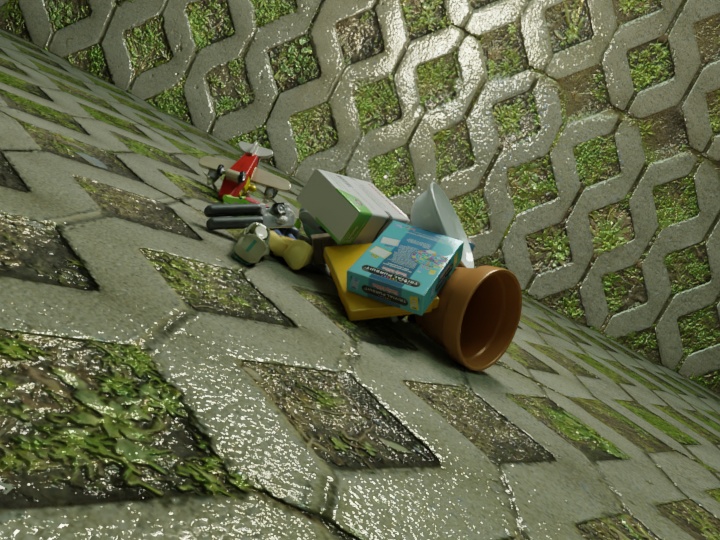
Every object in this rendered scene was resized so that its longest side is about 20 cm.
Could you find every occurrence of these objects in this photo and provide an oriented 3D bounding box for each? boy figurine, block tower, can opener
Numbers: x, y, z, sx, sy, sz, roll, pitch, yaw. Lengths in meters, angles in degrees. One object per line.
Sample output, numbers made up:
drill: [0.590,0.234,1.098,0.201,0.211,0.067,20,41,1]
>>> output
boy figurine: [-0.150,-0.054,1.484,0.124,0.065,0.200,29,5,-21]
block tower: [-0.081,-0.049,1.578,0.054,0.058,0.200,-4,8,-5]
can opener: [-0.227,-0.106,1.459,0.199,0.054,0.067,-5,-12,-33]

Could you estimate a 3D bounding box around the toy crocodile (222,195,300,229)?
toy crocodile: [-0.236,-0.134,1.692,0.199,0.062,0.067,28,9,9]

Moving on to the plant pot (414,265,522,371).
plant pot: [0.199,0.076,1.382,0.140,0.201,0.200,21,2,42]

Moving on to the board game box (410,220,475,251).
board game box: [0.162,-0.018,1.752,0.159,0.201,0.097,27,9,-3]

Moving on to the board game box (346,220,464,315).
board game box: [0.085,-0.010,1.320,0.150,0.047,0.200,18,38,21]

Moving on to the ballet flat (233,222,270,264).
ballet flat: [-0.198,-0.058,1.356,0.069,0.070,0.200,25,9,-10]

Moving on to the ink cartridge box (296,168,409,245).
ink cartridge box: [-0.012,-0.124,1.478,0.146,0.084,0.200,46,22,26]

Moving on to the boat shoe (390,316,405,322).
boat shoe: [0.086,0.055,1.483,0.200,0.060,0.076,-89,157,-72]

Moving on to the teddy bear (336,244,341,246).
teddy bear: [0.000,0.000,1.490,0.145,0.067,0.201,38,27,-35]

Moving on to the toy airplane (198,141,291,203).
toy airplane: [-0.308,-0.248,1.882,0.198,0.142,0.200,-14,45,-26]

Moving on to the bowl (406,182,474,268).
bowl: [0.155,-0.074,1.484,0.201,0.090,0.202,53,22,-33]

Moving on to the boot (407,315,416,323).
boot: [0.144,0.061,1.558,0.069,0.200,0.174,38,42,4]

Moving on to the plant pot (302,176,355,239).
plant pot: [-0.069,-0.133,1.850,0.200,0.201,0.134,21,-17,-32]

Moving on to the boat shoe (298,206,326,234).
boat shoe: [-0.061,-0.109,1.726,0.073,0.066,0.200,-16,-45,42]

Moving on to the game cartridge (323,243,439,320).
game cartridge: [0.037,0.016,1.349,0.175,0.033,0.200,-5,39,-16]
